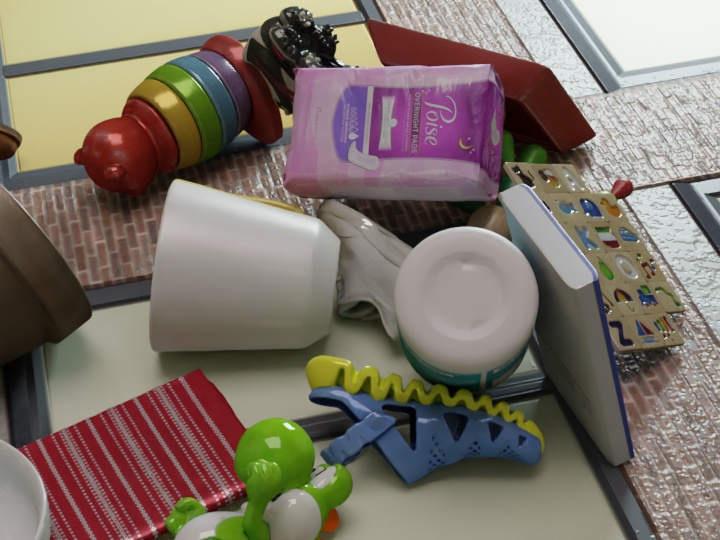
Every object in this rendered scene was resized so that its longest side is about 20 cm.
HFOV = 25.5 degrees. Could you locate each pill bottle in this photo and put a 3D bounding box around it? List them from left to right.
[{"bbox_3d":[0.084,0.039,1.274,0.110,0.200,0.111,-1,78,3],"label":"pill bottle"}]

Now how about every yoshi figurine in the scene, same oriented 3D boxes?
[{"bbox_3d":[-0.097,0.178,1.176,0.200,0.112,0.112,-30,46,-34],"label":"yoshi figurine"}]

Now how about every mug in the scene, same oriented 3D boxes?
[{"bbox_3d":[-0.095,-0.012,1.391,0.152,0.150,0.187,7,62,0],"label":"mug"}]

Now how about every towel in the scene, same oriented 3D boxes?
[{"bbox_3d":[-0.180,0.162,1.275,0.199,0.023,0.145,-23,44,-21],"label":"towel"}]

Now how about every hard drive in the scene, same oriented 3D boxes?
[{"bbox_3d":[0.165,0.044,1.258,0.025,0.200,0.132,-24,41,-6],"label":"hard drive"}]

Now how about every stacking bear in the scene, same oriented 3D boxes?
[{"bbox_3d":[-0.193,-0.145,1.605,0.121,0.114,0.200,30,53,35],"label":"stacking bear"}]

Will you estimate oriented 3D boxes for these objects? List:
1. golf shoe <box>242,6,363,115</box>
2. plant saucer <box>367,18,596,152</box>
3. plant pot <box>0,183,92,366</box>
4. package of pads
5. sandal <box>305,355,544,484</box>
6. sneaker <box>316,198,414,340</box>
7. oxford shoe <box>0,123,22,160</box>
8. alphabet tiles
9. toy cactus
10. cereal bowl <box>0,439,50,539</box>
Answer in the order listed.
[{"bbox_3d":[-0.033,-0.175,1.597,0.088,0.200,0.077,-20,27,49],"label":"golf shoe"},{"bbox_3d":[0.119,-0.177,1.592,0.199,0.200,0.037,19,82,25],"label":"plant saucer"},{"bbox_3d":[-0.359,0.019,1.355,0.173,0.200,0.200,-41,50,-19],"label":"plant pot"},{"bbox_3d":[0.030,-0.126,1.474,0.199,0.076,0.121,2,79,16],"label":"package of pads"},{"bbox_3d":[0.047,0.131,1.272,0.199,0.080,0.087,11,77,6],"label":"sandal"},{"bbox_3d":[0.000,0.000,1.441,0.089,0.075,0.200,-58,33,3],"label":"sneaker"},{"bbox_3d":[-0.445,-0.113,1.623,0.199,0.071,0.072,-5,66,-4],"label":"oxford shoe"},{"bbox_3d":[0.203,-0.014,1.387,0.166,0.006,0.200,-3,56,-46],"label":"alphabet tiles"},{"bbox_3d":[0.143,-0.068,1.506,0.199,0.102,0.165,23,54,17],"label":"toy cactus"},{"bbox_3d":[-0.323,0.211,1.170,0.199,0.084,0.200,-2,39,1],"label":"cereal bowl"}]
